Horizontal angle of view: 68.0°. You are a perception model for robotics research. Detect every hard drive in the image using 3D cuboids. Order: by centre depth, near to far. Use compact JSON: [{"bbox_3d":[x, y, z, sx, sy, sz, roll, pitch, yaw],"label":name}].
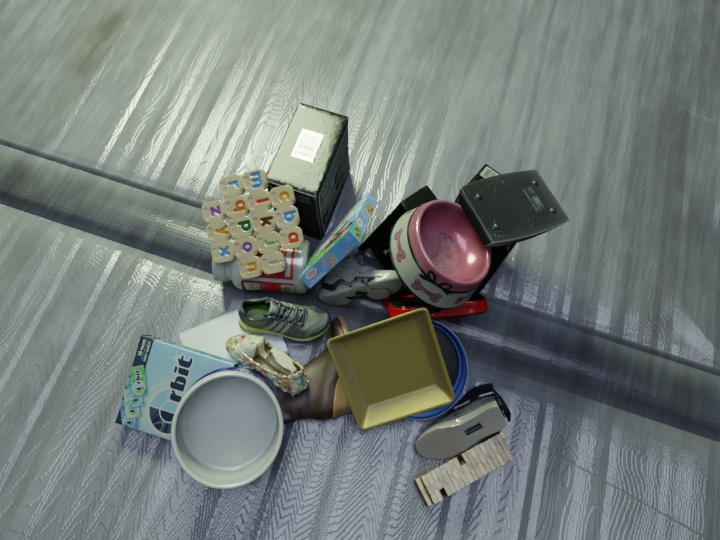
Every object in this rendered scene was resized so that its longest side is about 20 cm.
[{"bbox_3d":[0.282,-0.114,0.993,0.196,0.043,0.137,-16,67,-27],"label":"hard drive"},{"bbox_3d":[-0.262,0.154,1.111,0.196,0.026,0.134,-22,72,-11],"label":"hard drive"}]

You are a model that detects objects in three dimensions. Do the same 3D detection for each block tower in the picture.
[{"bbox_3d":[0.202,0.381,1.030,0.197,0.054,0.059,-27,73,-12],"label":"block tower"}]

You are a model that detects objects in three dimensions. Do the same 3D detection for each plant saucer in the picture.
[{"bbox_3d":[0.059,0.180,1.008,0.195,0.049,0.204,-18,106,6],"label":"plant saucer"}]

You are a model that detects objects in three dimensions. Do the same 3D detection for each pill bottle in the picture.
[{"bbox_3d":[-0.207,-0.014,1.131,0.194,0.113,0.115,4,68,-1],"label":"pill bottle"}]

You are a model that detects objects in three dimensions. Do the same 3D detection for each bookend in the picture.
[{"bbox_3d":[0.121,-0.032,1.118,0.091,0.200,0.200,-33,85,-36],"label":"bookend"}]

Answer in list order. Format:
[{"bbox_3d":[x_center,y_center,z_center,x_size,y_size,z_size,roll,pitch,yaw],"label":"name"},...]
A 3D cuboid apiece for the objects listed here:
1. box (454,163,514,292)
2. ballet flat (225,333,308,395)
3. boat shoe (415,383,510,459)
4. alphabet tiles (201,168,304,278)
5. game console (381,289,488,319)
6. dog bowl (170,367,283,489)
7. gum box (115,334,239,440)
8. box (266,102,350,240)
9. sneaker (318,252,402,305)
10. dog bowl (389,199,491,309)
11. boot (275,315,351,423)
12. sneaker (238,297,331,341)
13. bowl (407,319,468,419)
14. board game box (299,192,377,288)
[{"bbox_3d":[0.256,-0.085,1.123,0.147,0.202,0.124,37,55,13],"label":"box"},{"bbox_3d":[-0.182,0.167,1.046,0.197,0.065,0.076,27,43,17],"label":"ballet flat"},{"bbox_3d":[0.199,0.297,1.061,0.196,0.093,0.076,-26,105,12],"label":"boat shoe"},{"bbox_3d":[-0.212,-0.091,1.055,0.190,0.015,0.205,-11,96,8],"label":"alphabet tiles"},{"bbox_3d":[0.147,0.064,1.097,0.194,0.177,0.032,-5,99,-5],"label":"game console"},{"bbox_3d":[-0.240,0.283,0.978,0.195,0.079,0.206,0,89,-12],"label":"dog bowl"},{"bbox_3d":[-0.354,0.237,1.041,0.195,0.045,0.174,15,86,3],"label":"gum box"},{"bbox_3d":[-0.109,-0.209,1.164,0.120,0.199,0.204,17,69,8],"label":"box"},{"bbox_3d":[0.000,0.000,1.123,0.196,0.075,0.118,-14,58,31],"label":"sneaker"},{"bbox_3d":[0.153,-0.038,0.970,0.196,0.074,0.205,12,61,-23],"label":"dog bowl"},{"bbox_3d":[-0.092,0.198,1.076,0.162,0.073,0.205,-6,71,-6],"label":"boot"},{"bbox_3d":[-0.157,0.095,1.075,0.194,0.081,0.076,1,67,3],"label":"sneaker"},{"bbox_3d":[0.114,0.192,1.063,0.195,0.039,0.207,0,96,4],"label":"bowl"},{"bbox_3d":[-0.041,-0.065,1.093,0.037,0.151,0.201,43,28,-11],"label":"board game box"}]
